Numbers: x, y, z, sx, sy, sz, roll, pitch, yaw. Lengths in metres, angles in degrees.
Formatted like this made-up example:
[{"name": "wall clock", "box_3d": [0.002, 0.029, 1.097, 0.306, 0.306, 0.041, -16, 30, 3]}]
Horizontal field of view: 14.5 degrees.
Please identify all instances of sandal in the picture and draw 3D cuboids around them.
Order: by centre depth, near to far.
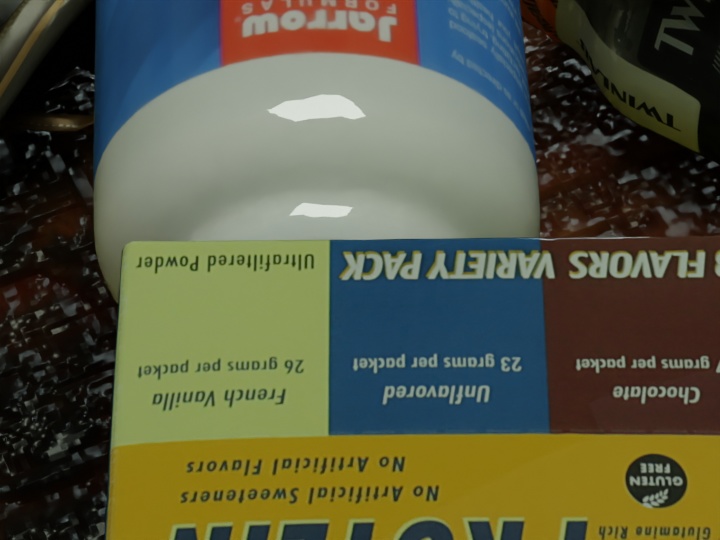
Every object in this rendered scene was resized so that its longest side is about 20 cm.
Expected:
[{"name": "sandal", "box_3d": [-0.056, -0.078, 0.838, 0.055, 0.082, 0.200, 46, 56, 3]}]

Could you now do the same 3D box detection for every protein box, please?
[{"name": "protein box", "box_3d": [0.018, 0.130, 0.603, 0.134, 0.199, 0.201, -1, 55, 1]}]

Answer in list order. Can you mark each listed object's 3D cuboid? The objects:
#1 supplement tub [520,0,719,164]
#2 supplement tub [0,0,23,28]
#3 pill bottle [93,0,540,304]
[{"name": "supplement tub", "box_3d": [0.150, -0.075, 0.798, 0.199, 0.123, 0.123, 26, 58, 17]}, {"name": "supplement tub", "box_3d": [-0.177, -0.162, 0.841, 0.199, 0.145, 0.145, 18, 56, 11]}, {"name": "pill bottle", "box_3d": [-0.012, -0.042, 0.712, 0.112, 0.113, 0.201, -2, 54, -3]}]
